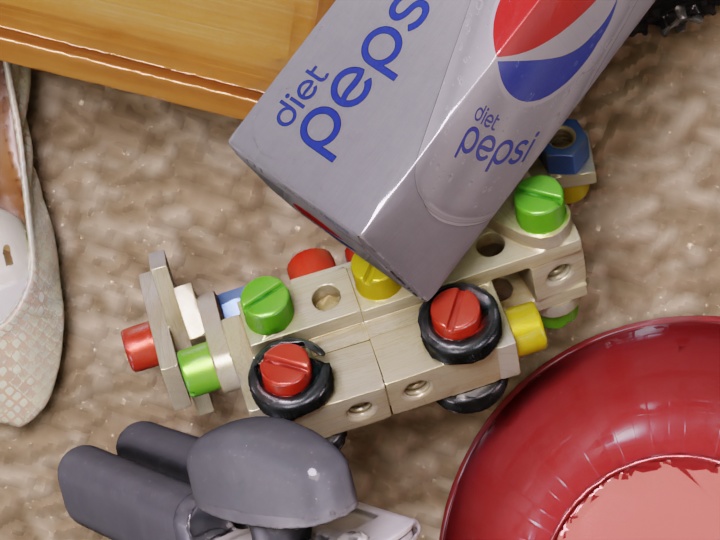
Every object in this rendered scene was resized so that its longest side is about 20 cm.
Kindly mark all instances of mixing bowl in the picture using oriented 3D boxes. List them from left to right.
[{"bbox_3d":[0.116,0.113,0.834,0.199,0.108,0.202,-1,86,12],"label":"mixing bowl"}]

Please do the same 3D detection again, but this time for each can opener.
[{"bbox_3d":[-0.051,0.071,0.833,0.053,0.200,0.067,-22,107,-28],"label":"can opener"}]

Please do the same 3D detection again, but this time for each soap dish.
[{"bbox_3d":[-0.076,-0.134,0.832,0.199,0.158,0.081,14,46,1],"label":"soap dish"}]

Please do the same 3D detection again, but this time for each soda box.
[{"bbox_3d":[0.048,-0.094,0.799,0.068,0.063,0.200,36,86,31],"label":"soda box"}]

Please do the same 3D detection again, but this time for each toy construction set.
[{"bbox_3d":[0.000,0.000,0.865,0.199,0.092,0.132,-26,54,10],"label":"toy construction set"}]

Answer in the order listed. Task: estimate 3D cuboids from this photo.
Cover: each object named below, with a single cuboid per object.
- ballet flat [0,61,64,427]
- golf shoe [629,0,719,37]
[{"bbox_3d":[-0.159,-0.038,0.925,0.067,0.062,0.201,-8,84,11],"label":"ballet flat"},{"bbox_3d":[0.141,-0.154,0.869,0.199,0.078,0.095,-25,77,-5],"label":"golf shoe"}]
